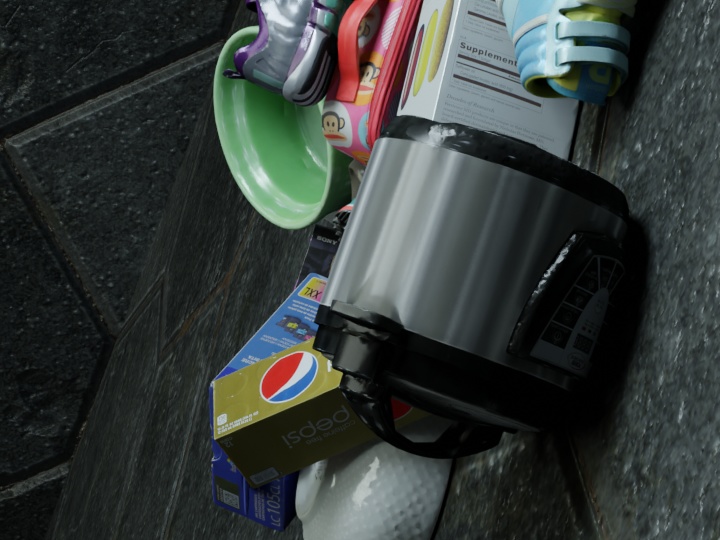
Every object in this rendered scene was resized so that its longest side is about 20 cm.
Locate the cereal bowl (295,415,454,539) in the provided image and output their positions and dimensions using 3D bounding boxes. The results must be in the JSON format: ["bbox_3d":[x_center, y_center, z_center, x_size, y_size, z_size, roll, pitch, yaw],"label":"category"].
[{"bbox_3d":[0.002,0.162,1.471,0.200,0.083,0.201,-163,90,-78],"label":"cereal bowl"}]

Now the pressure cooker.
[{"bbox_3d":[0.065,0.020,1.180,0.179,0.175,0.201,175,115,-80],"label":"pressure cooker"}]

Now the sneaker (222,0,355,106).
[{"bbox_3d":[-0.043,-0.235,1.496,0.074,0.087,0.201,58,-129,-70],"label":"sneaker"}]

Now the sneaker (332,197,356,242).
[{"bbox_3d":[0.043,-0.014,1.496,0.093,0.070,0.200,-48,-31,-17],"label":"sneaker"}]

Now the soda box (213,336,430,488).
[{"bbox_3d":[-0.010,0.086,1.396,0.199,0.064,0.068,-23,37,13],"label":"soda box"}]

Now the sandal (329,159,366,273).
[{"bbox_3d":[0.000,0.000,1.611,0.082,0.054,0.201,-130,32,-59],"label":"sandal"}]

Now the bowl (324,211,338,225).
[{"bbox_3d":[-0.025,-0.145,1.977,0.201,0.090,0.202,-162,90,-78],"label":"bowl"}]

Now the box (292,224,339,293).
[{"bbox_3d":[-0.057,0.062,1.859,0.143,0.036,0.201,74,-144,-81],"label":"box"}]

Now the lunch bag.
[{"bbox_3d":[0.046,-0.177,1.521,0.082,0.176,0.201,15,85,38],"label":"lunch bag"}]

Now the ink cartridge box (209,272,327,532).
[{"bbox_3d":[-0.061,0.118,1.554,0.200,0.076,0.137,-47,-32,-44],"label":"ink cartridge box"}]

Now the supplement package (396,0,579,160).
[{"bbox_3d":[0.095,-0.126,1.392,0.114,0.109,0.201,141,144,-67],"label":"supplement package"}]

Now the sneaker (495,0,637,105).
[{"bbox_3d":[0.171,-0.188,1.255,0.200,0.079,0.131,-44,44,47],"label":"sneaker"}]

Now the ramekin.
[{"bbox_3d":[-0.049,-0.148,1.820,0.200,0.097,0.201,30,130,45],"label":"ramekin"}]
